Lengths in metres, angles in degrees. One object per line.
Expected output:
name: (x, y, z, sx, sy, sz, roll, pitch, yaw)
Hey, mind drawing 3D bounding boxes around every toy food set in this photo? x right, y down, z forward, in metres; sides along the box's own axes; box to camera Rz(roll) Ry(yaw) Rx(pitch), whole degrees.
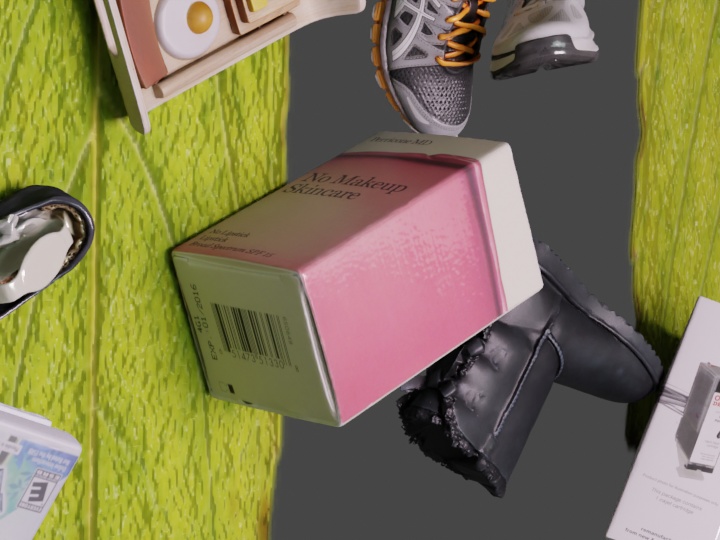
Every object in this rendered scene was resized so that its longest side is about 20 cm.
toy food set: (-0.083, -0.189, 1.334, 0.200, 0.060, 0.144, -33, 118, -36)

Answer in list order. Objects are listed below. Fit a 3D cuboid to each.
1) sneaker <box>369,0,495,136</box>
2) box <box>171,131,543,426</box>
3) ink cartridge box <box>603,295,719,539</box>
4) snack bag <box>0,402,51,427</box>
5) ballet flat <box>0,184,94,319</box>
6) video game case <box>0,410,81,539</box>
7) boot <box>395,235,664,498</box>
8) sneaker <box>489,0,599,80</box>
sneaker: (0.057, -0.184, 1.463, 0.078, 0.077, 0.201, -15, 109, -44)
box: (0.000, 0.000, 1.400, 0.200, 0.127, 0.110, -33, 118, -37)
ink cartridge box: (0.255, 0.138, 1.664, 0.147, 0.082, 0.201, 76, 36, -73)
snack bag: (-0.286, 0.128, 1.177, 0.200, 0.021, 0.189, 29, 95, -43)
ballet flat: (-0.225, 0.013, 1.222, 0.200, 0.073, 0.073, -37, 121, -34)
video game case: (-0.269, 0.143, 1.169, 0.199, 0.022, 0.183, 24, 99, -43)
boot: (0.123, 0.087, 1.576, 0.198, 0.073, 0.163, 43, 65, -33)
sneaker: (0.116, -0.196, 1.481, 0.201, 0.075, 0.116, -62, 142, -76)
